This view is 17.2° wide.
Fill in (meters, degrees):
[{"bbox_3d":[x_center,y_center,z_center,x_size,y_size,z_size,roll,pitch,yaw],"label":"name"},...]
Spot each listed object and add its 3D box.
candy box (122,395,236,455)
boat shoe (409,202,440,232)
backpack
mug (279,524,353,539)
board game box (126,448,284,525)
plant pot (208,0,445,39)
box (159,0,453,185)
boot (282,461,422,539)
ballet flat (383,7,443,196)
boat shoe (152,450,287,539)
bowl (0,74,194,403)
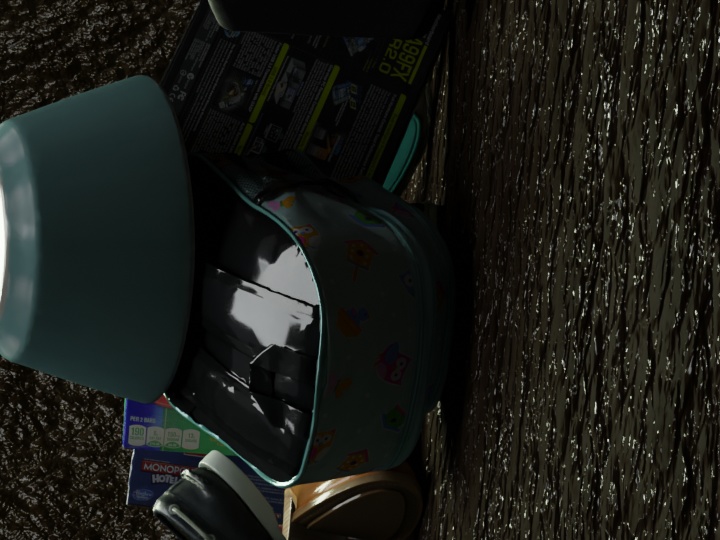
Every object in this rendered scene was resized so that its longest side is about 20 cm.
[{"bbox_3d":[-0.086,0.032,1.759,0.077,0.167,0.202,-111,26,-74],"label":"candy box"},{"bbox_3d":[0.000,-0.001,1.612,0.201,0.065,0.072,139,142,-69],"label":"boat shoe"},{"bbox_3d":[-0.028,0.031,1.413,0.200,0.152,0.177,-139,53,-59],"label":"backpack"},{"bbox_3d":[-0.059,0.305,1.861,0.178,0.132,0.202,103,168,-75],"label":"mug"},{"bbox_3d":[-0.094,0.166,2.015,0.200,0.198,0.062,-125,43,-83],"label":"board game box"},{"bbox_3d":[-0.020,-0.255,1.476,0.200,0.198,0.178,-90,4,-47],"label":"plant pot"},{"bbox_3d":[-0.048,-0.109,1.561,0.044,0.159,0.201,110,-177,-72],"label":"box"},{"bbox_3d":[-0.002,0.106,1.583,0.200,0.076,0.157,122,158,-67],"label":"boot"},{"bbox_3d":[0.027,-0.131,1.676,0.075,0.067,0.201,-49,-25,-58],"label":"ballet flat"},{"bbox_3d":[-0.054,0.210,1.545,0.200,0.060,0.076,46,162,16],"label":"boat shoe"},{"bbox_3d":[-0.179,-0.018,1.443,0.200,0.104,0.203,179,90,-66],"label":"bowl"}]
